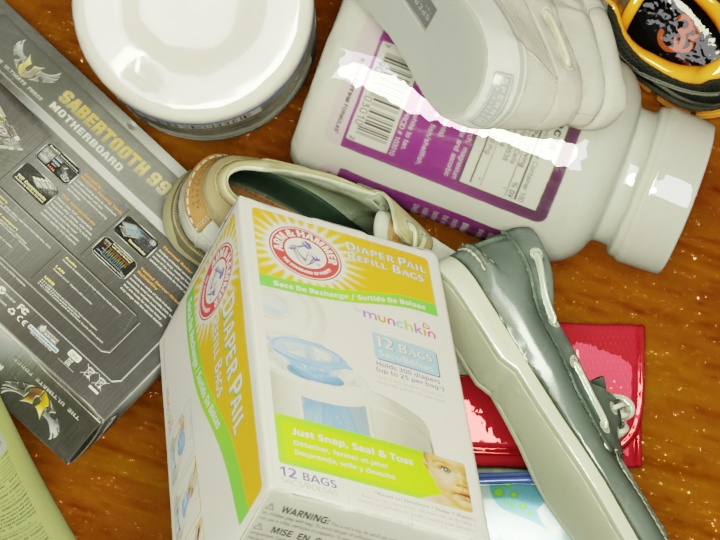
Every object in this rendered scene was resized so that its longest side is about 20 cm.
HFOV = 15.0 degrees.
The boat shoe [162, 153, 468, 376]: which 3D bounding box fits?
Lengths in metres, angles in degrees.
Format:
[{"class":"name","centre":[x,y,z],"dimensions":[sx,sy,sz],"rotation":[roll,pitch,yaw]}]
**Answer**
[{"class":"boat shoe","centre":[0.000,0.000,1.378],"dimensions":[0.200,0.068,0.075],"rotation":[21,71,-18]}]

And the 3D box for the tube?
[{"class":"tube","centre":[-0.187,0.113,1.367],"dimensions":[0.058,0.200,0.052],"rotation":[17,55,26]}]

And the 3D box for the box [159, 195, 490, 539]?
[{"class":"box","centre":[-0.021,0.076,1.266],"dimensions":[0.112,0.200,0.101],"rotation":[17,127,-20]}]

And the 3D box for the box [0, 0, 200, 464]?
[{"class":"box","centre":[-0.166,-0.024,1.378],"dimensions":[0.200,0.048,0.158],"rotation":[43,47,0]}]

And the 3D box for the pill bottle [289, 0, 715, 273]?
[{"class":"pill bottle","centre":[0.074,-0.071,1.395],"dimensions":[0.200,0.112,0.112],"rotation":[21,88,0]}]

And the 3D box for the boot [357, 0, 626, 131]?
[{"class":"boot","centre":[0.057,-0.139,1.336],"dimensions":[0.095,0.074,0.200],"rotation":[6,44,-35]}]

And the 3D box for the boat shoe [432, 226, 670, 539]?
[{"class":"boat shoe","centre":[0.108,0.069,1.346],"dimensions":[0.062,0.073,0.200],"rotation":[-32,88,-20]}]

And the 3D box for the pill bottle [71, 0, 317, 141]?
[{"class":"pill bottle","centre":[-0.078,-0.122,1.350],"dimensions":[0.114,0.200,0.114],"rotation":[0,90,-1]}]

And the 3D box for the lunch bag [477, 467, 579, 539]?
[{"class":"lunch bag","centre":[0.044,0.201,1.404],"dimensions":[0.160,0.082,0.200],"rotation":[1,87,3]}]

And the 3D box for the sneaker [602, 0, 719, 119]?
[{"class":"sneaker","centre":[0.123,-0.153,1.415],"dimensions":[0.200,0.077,0.078],"rotation":[31,90,2]}]

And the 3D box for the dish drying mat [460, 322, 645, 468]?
[{"class":"dish drying mat","centre":[0.049,0.065,1.437],"dimensions":[0.200,0.018,0.077],"rotation":[1,87,0]}]
